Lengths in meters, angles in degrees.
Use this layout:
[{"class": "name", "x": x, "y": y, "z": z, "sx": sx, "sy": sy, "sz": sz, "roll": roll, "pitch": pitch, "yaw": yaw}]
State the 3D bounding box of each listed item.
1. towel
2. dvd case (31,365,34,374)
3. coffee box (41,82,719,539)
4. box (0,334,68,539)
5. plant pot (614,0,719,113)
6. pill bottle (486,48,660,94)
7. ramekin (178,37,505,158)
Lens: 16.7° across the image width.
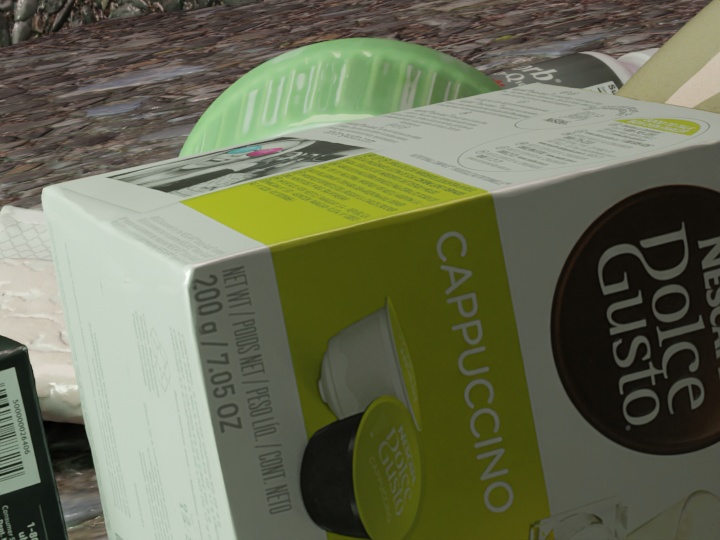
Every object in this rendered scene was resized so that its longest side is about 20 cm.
[{"class": "towel", "x": -0.130, "y": 0.024, "z": 1.324, "sx": 0.200, "sy": 0.032, "sz": 0.191, "roll": 5, "pitch": 31, "yaw": 9}, {"class": "dvd case", "x": -0.237, "y": 0.064, "z": 1.133, "sx": 0.142, "sy": 0.018, "sz": 0.200, "roll": -13, "pitch": 2, "yaw": -18}, {"class": "coffee box", "x": 0.027, "y": 0.058, "z": 0.804, "sx": 0.197, "sy": 0.200, "sz": 0.200, "roll": -13, "pitch": 11, "yaw": -17}, {"class": "box", "x": -0.197, "y": 0.099, "z": 0.933, "sx": 0.124, "sy": 0.149, "sz": 0.200, "roll": -15, "pitch": 12, "yaw": -24}, {"class": "plant pot", "x": 0.211, "y": -0.064, "z": 1.362, "sx": 0.200, "sy": 0.188, "sz": 0.187, "roll": -28, "pitch": 17, "yaw": -17}, {"class": "pill bottle", "x": 0.124, "y": -0.079, "z": 1.603, "sx": 0.200, "sy": 0.116, "sz": 0.116, "roll": -16, "pitch": 13, "yaw": -28}, {"class": "ramekin", "x": 0.000, "y": 0.000, "z": 1.143, "sx": 0.200, "sy": 0.200, "sz": 0.098, "roll": -9, "pitch": 19, "yaw": 8}]
